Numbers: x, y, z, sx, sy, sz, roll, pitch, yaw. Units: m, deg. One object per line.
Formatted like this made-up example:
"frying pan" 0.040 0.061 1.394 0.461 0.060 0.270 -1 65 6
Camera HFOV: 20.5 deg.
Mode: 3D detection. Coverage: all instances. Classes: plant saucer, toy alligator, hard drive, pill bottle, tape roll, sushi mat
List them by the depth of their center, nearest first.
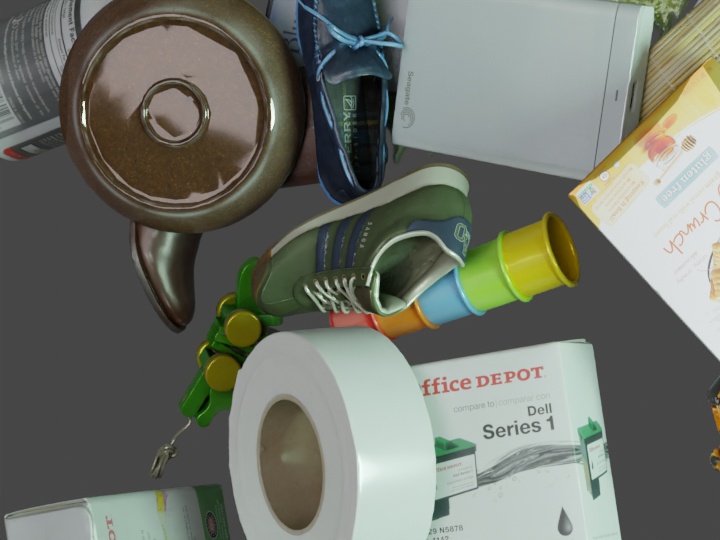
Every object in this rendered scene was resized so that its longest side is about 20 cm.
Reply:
"sushi mat" 0.233 -0.121 1.448 0.200 0.012 0.096 -43 75 29
"hard drive" 0.118 -0.145 1.499 0.199 0.027 0.133 13 101 34
"tape roll" -0.025 0.143 1.510 0.202 0.070 0.204 11 103 58
"plant saucer" -0.144 -0.125 1.563 0.199 0.034 0.202 1 101 7
"toy alligator" -0.108 0.087 1.617 0.054 0.059 0.201 22 99 -17
"pill bottle" -0.227 -0.173 1.649 0.199 0.116 0.117 -18 80 22

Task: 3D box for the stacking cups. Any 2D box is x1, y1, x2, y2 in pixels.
"stacking cups" 0.066 0.014 1.532 0.199 0.060 0.061 -19 79 23

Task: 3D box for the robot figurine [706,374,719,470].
"robot figurine" 0.337 0.106 1.403 0.199 0.058 0.146 -20 76 22

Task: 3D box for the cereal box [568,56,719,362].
"cereal box" 0.263 -0.029 1.394 0.144 0.040 0.200 -45 74 10

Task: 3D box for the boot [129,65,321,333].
"boot" -0.090 -0.058 1.614 0.199 0.064 0.188 -13 92 15

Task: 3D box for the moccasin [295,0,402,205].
"moccasin" 0.000 -0.151 1.542 0.080 0.068 0.201 -12 96 -20

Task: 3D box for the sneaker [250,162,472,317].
"sneaker" 0.000 0.000 1.513 0.200 0.067 0.090 -29 44 22

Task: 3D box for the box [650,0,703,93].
"box" 0.327 -0.182 1.435 0.156 0.041 0.201 36 101 22

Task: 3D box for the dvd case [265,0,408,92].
"dvd case" 0.018 -0.218 1.592 0.199 0.018 0.144 14 94 25

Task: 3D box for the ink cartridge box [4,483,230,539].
"ink cartridge box" -0.180 0.249 1.557 0.087 0.200 0.146 -13 82 24

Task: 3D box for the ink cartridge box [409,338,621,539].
"ink cartridge box" 0.109 0.159 1.492 0.145 0.084 0.201 -11 83 23
